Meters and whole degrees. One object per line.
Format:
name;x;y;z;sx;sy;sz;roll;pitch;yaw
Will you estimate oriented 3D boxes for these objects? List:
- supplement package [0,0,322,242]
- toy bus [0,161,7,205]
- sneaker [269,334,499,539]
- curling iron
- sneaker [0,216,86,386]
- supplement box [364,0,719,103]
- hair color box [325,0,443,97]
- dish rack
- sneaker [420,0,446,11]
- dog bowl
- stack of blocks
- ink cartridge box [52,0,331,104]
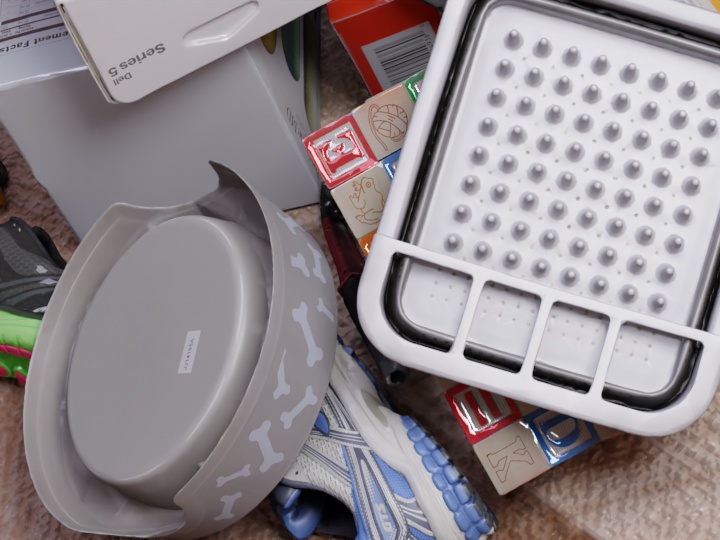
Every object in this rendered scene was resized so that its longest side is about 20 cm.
supplement package;-0.115;-0.144;1.320;0.151;0.152;0.200;-12;51;13
toy bus;-0.285;-0.106;1.424;0.078;0.065;0.200;-28;48;1
sneaker;-0.020;0.086;1.151;0.085;0.077;0.200;-40;48;-4
curling iron;0.000;0.000;1.204;0.026;0.050;0.200;4;32;-11
sneaker;-0.215;0.010;1.304;0.200;0.077;0.084;20;58;23
supplement box;0.120;-0.076;1.216;0.200;0.074;0.126;-27;48;2
hair color box;0.011;-0.189;1.336;0.061;0.102;0.200;-20;47;10
dish rack;0.102;-0.034;1.069;0.172;0.044;0.200;16;86;4
sneaker;0.097;-0.190;1.243;0.200;0.082;0.073;-6;59;-33
dog bowl;-0.090;0.045;1.160;0.200;0.059;0.200;-26;53;40
stack of blocks;0.070;-0.004;1.120;0.115;0.059;0.200;-30;85;1
ink cartridge box;-0.113;-0.204;1.209;0.145;0.084;0.200;-28;50;-3
